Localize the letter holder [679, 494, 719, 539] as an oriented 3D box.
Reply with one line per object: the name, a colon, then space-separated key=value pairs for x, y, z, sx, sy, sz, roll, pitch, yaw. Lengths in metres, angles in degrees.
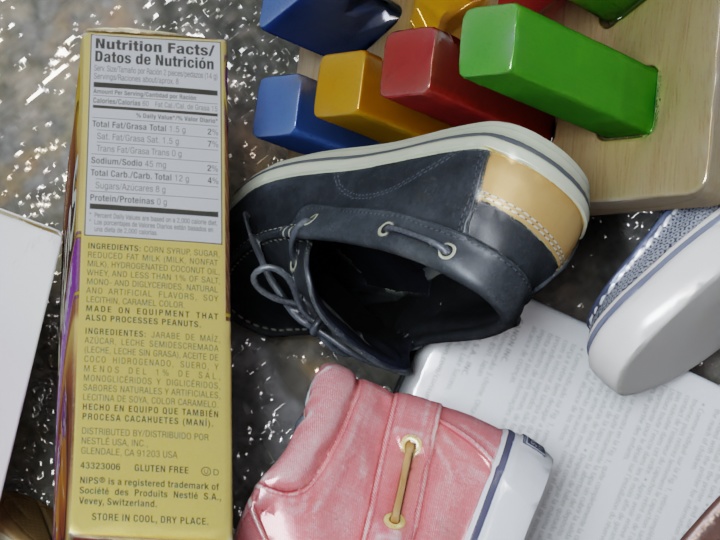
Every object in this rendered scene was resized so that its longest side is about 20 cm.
letter holder: x=0.172 y=0.129 z=0.712 sx=0.142 sy=0.101 sz=0.200 roll=44 pitch=88 yaw=3

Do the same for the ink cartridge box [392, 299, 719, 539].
ink cartridge box: x=0.090 y=0.115 z=0.788 sx=0.199 sy=0.057 sz=0.164 roll=24 pitch=83 yaw=-5

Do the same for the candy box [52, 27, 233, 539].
candy box: x=-0.078 y=0.030 z=0.758 sx=0.056 sy=0.117 sz=0.202 roll=4 pitch=55 yaw=-9

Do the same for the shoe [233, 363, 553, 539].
shoe: x=-0.013 y=0.133 z=0.722 sx=0.090 sy=0.072 sz=0.201 roll=23 pitch=75 yaw=1

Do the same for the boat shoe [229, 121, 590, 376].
boat shoe: x=0.000 y=0.000 z=0.757 sx=0.074 sy=0.199 sz=0.063 roll=38 pitch=63 yaw=-25

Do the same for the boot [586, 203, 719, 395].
boot: x=0.134 y=-0.045 z=0.782 sx=0.200 sy=0.073 sz=0.090 roll=-39 pitch=67 yaw=-19

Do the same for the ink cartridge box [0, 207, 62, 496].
ink cartridge box: x=-0.209 y=0.029 z=0.773 sx=0.199 sy=0.125 sz=0.130 roll=3 pitch=77 yaw=44

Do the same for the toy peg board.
toy peg board: x=0.031 y=-0.126 z=0.768 sx=0.198 sy=0.097 sz=0.202 roll=-3 pitch=75 yaw=42

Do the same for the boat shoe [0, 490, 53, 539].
boat shoe: x=-0.079 y=0.165 z=0.794 sx=0.200 sy=0.074 sz=0.069 roll=38 pitch=100 yaw=17
